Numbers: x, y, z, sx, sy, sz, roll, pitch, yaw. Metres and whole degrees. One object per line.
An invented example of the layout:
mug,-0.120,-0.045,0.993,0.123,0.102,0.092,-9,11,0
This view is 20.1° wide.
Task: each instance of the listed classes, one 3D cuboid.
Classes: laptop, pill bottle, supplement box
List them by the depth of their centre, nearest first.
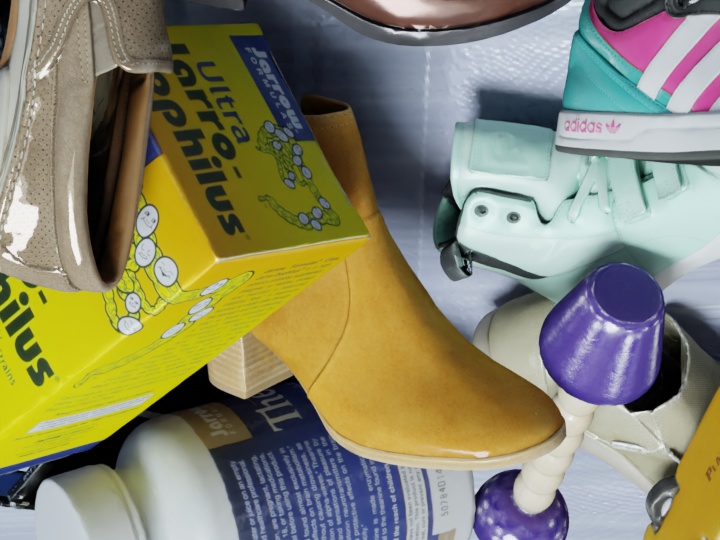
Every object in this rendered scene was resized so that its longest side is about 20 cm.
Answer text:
supplement box,-0.114,-0.005,0.866,0.200,0.109,0.109,-37,166,32
pill bottle,-0.053,0.117,0.993,0.199,0.112,0.111,-13,150,-27
laptop,-0.124,0.079,1.081,0.177,0.104,0.200,15,124,-49

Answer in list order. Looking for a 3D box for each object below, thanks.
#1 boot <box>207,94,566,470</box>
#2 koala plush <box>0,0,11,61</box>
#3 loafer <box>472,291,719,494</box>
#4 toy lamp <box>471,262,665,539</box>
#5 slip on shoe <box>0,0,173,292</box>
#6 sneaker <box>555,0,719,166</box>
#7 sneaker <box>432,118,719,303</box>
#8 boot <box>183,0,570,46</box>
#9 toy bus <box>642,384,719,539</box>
boot,0.000,0.000,0.894,0.200,0.071,0.145,14,117,33
koala plush,-0.188,-0.161,0.737,0.176,0.185,0.201,7,130,2
loafer,0.152,0.066,1.007,0.199,0.076,0.068,22,146,-15
toy lamp,0.095,0.067,0.938,0.058,0.059,0.201,13,143,-5
slip on shoe,-0.093,-0.088,0.736,0.060,0.202,0.076,23,-169,21
sneaker,0.158,-0.099,0.757,0.083,0.122,0.199,2,-177,-43
sneaker,0.105,-0.046,0.874,0.117,0.074,0.201,16,144,-19
boot,0.001,-0.188,0.754,0.187,0.069,0.201,12,135,9
toy bus,0.204,0.076,0.945,0.078,0.065,0.201,13,117,-19
